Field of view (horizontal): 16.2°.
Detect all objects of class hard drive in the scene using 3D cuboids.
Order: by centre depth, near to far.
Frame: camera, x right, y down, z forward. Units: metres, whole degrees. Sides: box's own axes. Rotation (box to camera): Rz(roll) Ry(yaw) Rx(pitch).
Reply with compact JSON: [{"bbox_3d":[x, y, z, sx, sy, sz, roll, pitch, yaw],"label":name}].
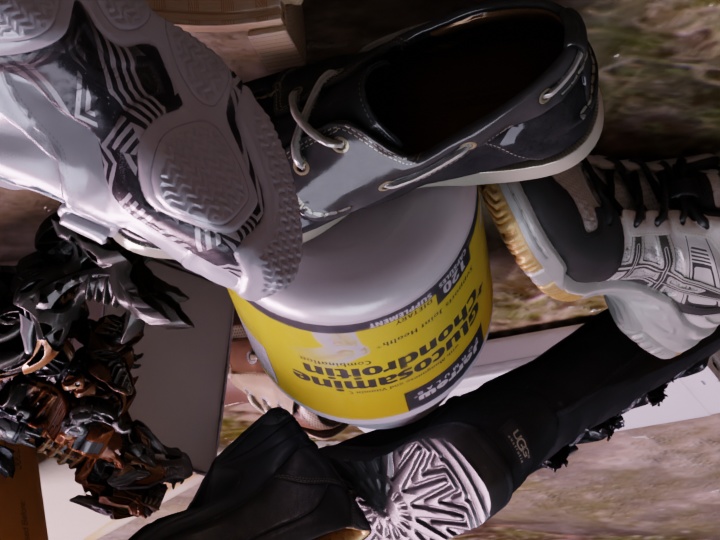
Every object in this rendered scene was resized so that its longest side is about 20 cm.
[{"bbox_3d":[0.098,0.065,1.383,0.198,0.026,0.132,-11,157,18],"label":"hard drive"}]

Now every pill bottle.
[{"bbox_3d":[0.000,0.000,1.078,0.111,0.113,0.200,-5,159,5],"label":"pill bottle"}]

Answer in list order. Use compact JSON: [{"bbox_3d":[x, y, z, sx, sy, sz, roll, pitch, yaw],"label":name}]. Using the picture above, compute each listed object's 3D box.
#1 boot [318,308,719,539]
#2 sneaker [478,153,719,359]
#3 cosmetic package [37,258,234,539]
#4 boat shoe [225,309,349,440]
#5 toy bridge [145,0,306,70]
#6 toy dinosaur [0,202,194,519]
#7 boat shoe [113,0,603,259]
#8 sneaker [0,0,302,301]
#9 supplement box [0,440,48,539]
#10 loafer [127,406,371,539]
[{"bbox_3d":[0.075,0.067,1.232,0.200,0.066,0.164,-35,-168,-37],"label":"boot"},{"bbox_3d":[0.121,-0.028,1.108,0.087,0.076,0.200,-32,151,22],"label":"sneaker"},{"bbox_3d":[-0.144,0.074,1.251,0.071,0.106,0.200,20,152,-27],"label":"cosmetic package"},{"bbox_3d":[-0.030,0.045,1.246,0.199,0.072,0.075,-22,152,39],"label":"boat shoe"},{"bbox_3d":[-0.117,-0.088,0.952,0.198,0.027,0.067,-9,158,12],"label":"toy bridge"},{"bbox_3d":[-0.140,0.023,1.082,0.135,0.103,0.200,-36,132,18],"label":"toy dinosaur"},{"bbox_3d":[-0.007,-0.057,0.958,0.198,0.072,0.068,-14,160,3],"label":"boat shoe"},{"bbox_3d":[-0.116,-0.050,0.905,0.114,0.075,0.200,-27,122,34],"label":"sneaker"},{"bbox_3d":[-0.188,0.095,1.165,0.066,0.201,0.069,8,136,-25],"label":"supplement box"},{"bbox_3d":[-0.071,0.144,1.121,0.072,0.200,0.073,40,146,9],"label":"loafer"}]
